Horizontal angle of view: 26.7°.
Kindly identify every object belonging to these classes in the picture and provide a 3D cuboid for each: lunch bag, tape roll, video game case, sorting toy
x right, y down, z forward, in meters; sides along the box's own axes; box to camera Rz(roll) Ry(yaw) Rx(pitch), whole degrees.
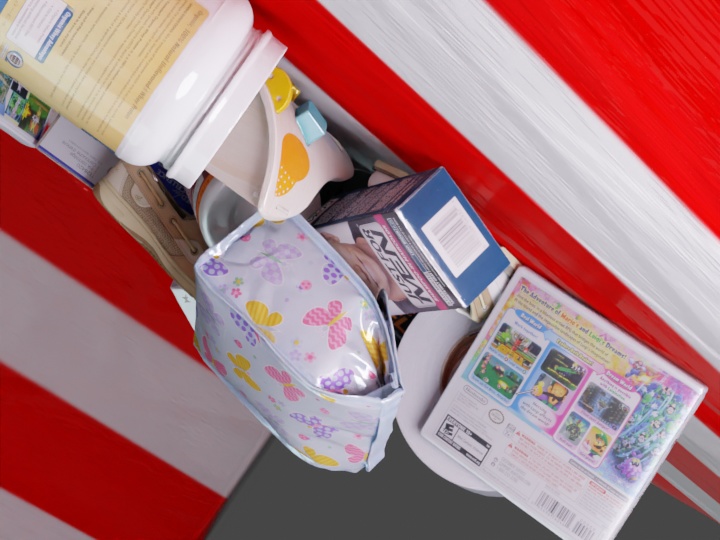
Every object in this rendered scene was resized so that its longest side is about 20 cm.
[{"bbox_3d":[-0.041,0.066,1.288,0.200,0.127,0.170,46,158,17],"label":"lunch bag"},{"bbox_3d":[0.131,0.110,1.434,0.199,0.201,0.066,34,176,20],"label":"tape roll"},{"bbox_3d":[-0.304,-0.221,1.391,0.022,0.184,0.200,18,174,9],"label":"video game case"},{"bbox_3d":[-0.086,-0.128,1.292,0.199,0.107,0.180,35,-170,26],"label":"sorting toy"},{"bbox_3d":[0.177,0.126,1.352,0.199,0.183,0.024,34,-170,20],"label":"video game case"}]

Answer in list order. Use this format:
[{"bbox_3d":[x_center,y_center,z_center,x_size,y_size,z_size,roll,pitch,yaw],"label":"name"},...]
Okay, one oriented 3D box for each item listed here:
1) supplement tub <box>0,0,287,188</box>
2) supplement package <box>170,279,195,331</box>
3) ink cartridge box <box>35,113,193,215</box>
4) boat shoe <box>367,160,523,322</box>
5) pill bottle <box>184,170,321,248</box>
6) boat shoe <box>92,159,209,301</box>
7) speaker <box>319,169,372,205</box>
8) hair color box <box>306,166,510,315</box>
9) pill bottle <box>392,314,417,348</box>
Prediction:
[{"bbox_3d":[-0.165,-0.165,1.058,0.199,0.145,0.145,36,177,-7],"label":"supplement tub"},{"bbox_3d":[-0.097,-0.015,1.585,0.116,0.201,0.118,-4,132,24],"label":"supplement package"},{"bbox_3d":[-0.202,-0.131,1.535,0.197,0.201,0.047,37,150,-12],"label":"ink cartridge box"},{"bbox_3d":[0.071,-0.021,1.350,0.200,0.069,0.075,38,176,-34],"label":"boat shoe"},{"bbox_3d":[-0.114,-0.099,1.426,0.114,0.114,0.200,37,-166,-34],"label":"pill bottle"},{"bbox_3d":[-0.164,-0.027,1.443,0.200,0.065,0.071,45,-179,-8],"label":"boat shoe"},{"bbox_3d":[0.015,-0.038,1.589,0.081,0.082,0.200,34,176,22],"label":"speaker"},{"bbox_3d":[0.029,-0.018,1.263,0.100,0.060,0.200,54,157,-13],"label":"hair color box"},{"bbox_3d":[0.035,0.071,1.554,0.106,0.200,0.107,28,142,24],"label":"pill bottle"}]
